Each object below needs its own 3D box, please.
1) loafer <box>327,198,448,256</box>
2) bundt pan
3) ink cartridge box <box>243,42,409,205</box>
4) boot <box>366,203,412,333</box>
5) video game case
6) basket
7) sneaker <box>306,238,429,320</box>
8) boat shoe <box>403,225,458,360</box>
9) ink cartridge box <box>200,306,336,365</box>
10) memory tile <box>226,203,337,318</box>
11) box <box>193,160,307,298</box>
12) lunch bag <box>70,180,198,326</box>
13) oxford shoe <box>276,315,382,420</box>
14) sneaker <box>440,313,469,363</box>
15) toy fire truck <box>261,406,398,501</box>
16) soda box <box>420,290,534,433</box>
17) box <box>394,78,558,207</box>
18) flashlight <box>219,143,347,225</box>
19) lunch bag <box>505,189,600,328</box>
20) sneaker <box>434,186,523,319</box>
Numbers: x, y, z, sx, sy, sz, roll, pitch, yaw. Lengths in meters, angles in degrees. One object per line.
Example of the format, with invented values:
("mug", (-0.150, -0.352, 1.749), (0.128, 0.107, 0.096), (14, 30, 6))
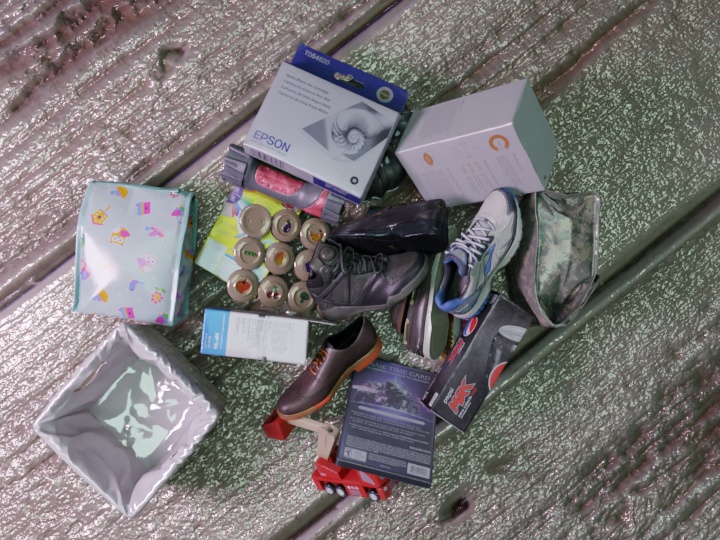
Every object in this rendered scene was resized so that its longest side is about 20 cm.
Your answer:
("loafer", (0.043, -0.063, 1.065), (0.195, 0.073, 0.074), (-2, 59, 24))
("bundt pan", (0.001, -0.214, 1.116), (0.196, 0.076, 0.208), (0, 88, -2))
("ink cartridge box", (-0.046, -0.228, 1.044), (0.196, 0.041, 0.204), (23, 76, 3))
("boot", (0.049, -0.007, 1.128), (0.095, 0.074, 0.206), (10, 95, 21))
("video game case", (0.046, 0.221, 1.066), (0.139, 0.202, 0.019), (15, 131, -2))
("basket", (-0.327, 0.211, 1.049), (0.199, 0.161, 0.199), (42, 87, 0))
("sneaker", (0.000, 0.000, 1.035), (0.196, 0.077, 0.115), (-16, 129, 29))
("boat shoe", (0.106, 0.030, 1.079), (0.060, 0.071, 0.207), (12, 95, 37))
("ink cartridge box", (-0.136, 0.101, 1.081), (0.194, 0.116, 0.070), (6, 88, -2))
("memory tile", (-0.104, -0.013, 1.100), (0.195, 0.017, 0.157), (12, 93, -20))
("box", (-0.167, -0.073, 1.120), (0.116, 0.048, 0.203), (29, 89, -1))
("lunch bag", (-0.340, -0.031, 1.076), (0.165, 0.122, 0.206), (7, 94, -1))
("oxford shoe", (-0.057, 0.146, 1.083), (0.199, 0.071, 0.073), (-41, 132, -15))
("sneaker", (0.181, 0.059, 1.124), (0.088, 0.075, 0.206), (7, 92, -14))
("toy fire truck", (-0.047, 0.274, 1.071), (0.049, 0.197, 0.143), (-45, 119, -43))
("soda box", (0.174, 0.134, 1.056), (0.070, 0.063, 0.203), (32, 88, -9))
("box", (0.170, -0.180, 1.037), (0.125, 0.196, 0.099), (51, 50, -34))
("flashlight", (-0.112, -0.135, 1.068), (0.196, 0.068, 0.069), (23, 82, -2))
("lunch bag", (0.287, -0.012, 1.076), (0.114, 0.164, 0.206), (2, 88, -5))
("sneaker", (0.166, -0.022, 1.008), (0.084, 0.077, 0.204), (4, 111, -44))
